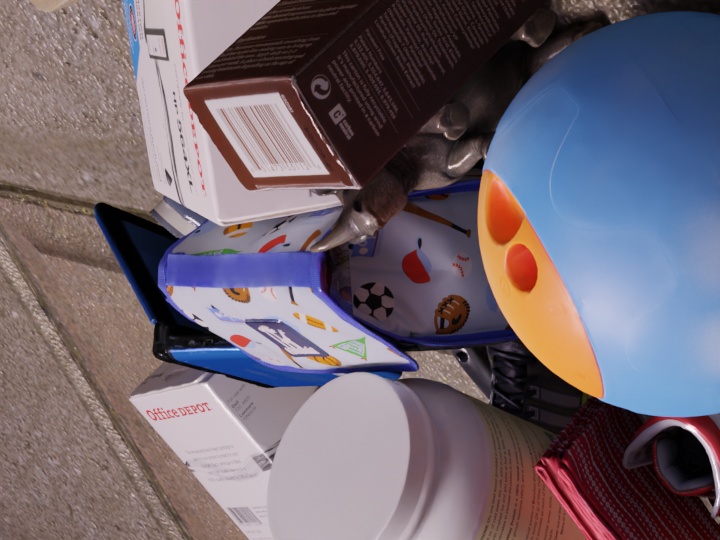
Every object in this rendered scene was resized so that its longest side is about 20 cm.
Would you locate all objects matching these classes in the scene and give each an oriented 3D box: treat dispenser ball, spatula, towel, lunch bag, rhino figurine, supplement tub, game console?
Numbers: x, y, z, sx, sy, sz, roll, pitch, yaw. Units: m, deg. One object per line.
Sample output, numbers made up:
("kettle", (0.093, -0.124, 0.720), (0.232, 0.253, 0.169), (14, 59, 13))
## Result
("treat dispenser ball", (0.158, -0.027, 1.000), (0.200, 0.201, 0.201), (31, 150, 21))
("spatula", (0.121, 0.125, 1.437), (0.056, 0.021, 0.200), (-17, 114, 44))
("towel", (0.174, 0.146, 1.213), (0.022, 0.200, 0.145), (-37, 88, 20))
("lunch bag", (0.000, 0.000, 1.217), (0.170, 0.199, 0.125), (-1, 92, 49))
("rhino figurine", (0.042, -0.075, 1.091), (0.060, 0.200, 0.087), (52, 159, -22))
("supplement tub", (0.056, 0.150, 1.219), (0.200, 0.146, 0.145), (26, 166, -38))
("game console", (-0.078, 0.018, 1.452), (0.170, 0.119, 0.200), (-4, 170, 21))

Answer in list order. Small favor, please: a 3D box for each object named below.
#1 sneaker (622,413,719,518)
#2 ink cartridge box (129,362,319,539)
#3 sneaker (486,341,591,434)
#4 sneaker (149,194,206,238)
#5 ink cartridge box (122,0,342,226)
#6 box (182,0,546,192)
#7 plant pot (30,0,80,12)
("sneaker", (0.215, 0.122, 1.218), (0.071, 0.113, 0.200), (26, 147, 29))
("ink cartridge box", (-0.077, 0.145, 1.652), (0.200, 0.084, 0.146), (52, 150, -15))
("sneaker", (0.114, 0.087, 1.334), (0.074, 0.081, 0.200), (16, 141, 40))
("sneaker", (-0.046, -0.021, 1.414), (0.200, 0.082, 0.070), (31, -177, -24))
("ink cartridge box", (-0.077, -0.113, 1.186), (0.200, 0.084, 0.147), (-155, 56, -73))
("box", (0.013, -0.127, 1.048), (0.100, 0.200, 0.075), (2, 132, 52))
("plant pot", (-0.132, -0.257, 1.086), (0.200, 0.177, 0.200), (51, 150, -14))
